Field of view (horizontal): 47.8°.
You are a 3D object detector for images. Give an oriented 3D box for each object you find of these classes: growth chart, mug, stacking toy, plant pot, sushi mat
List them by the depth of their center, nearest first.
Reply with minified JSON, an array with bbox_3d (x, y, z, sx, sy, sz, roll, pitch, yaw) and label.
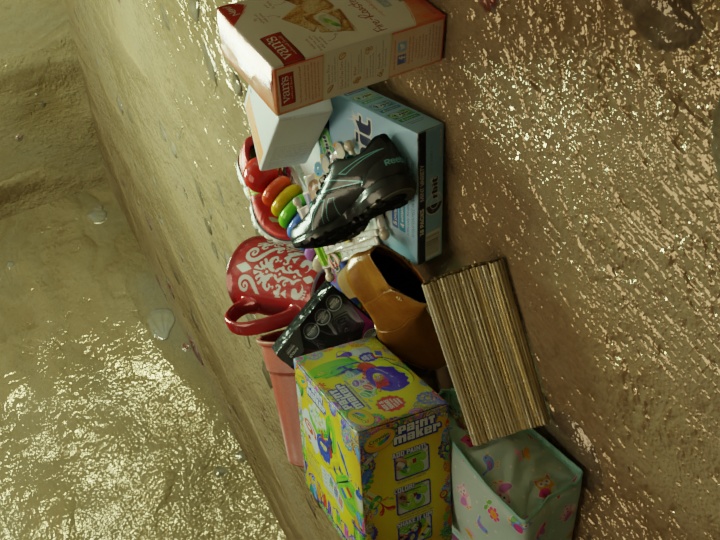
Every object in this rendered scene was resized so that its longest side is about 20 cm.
[{"bbox_3d":[0.141,0.092,0.903,0.012,0.094,0.203,-99,-10,-79],"label":"sushi mat"},{"bbox_3d":[-0.029,-0.077,1.053,0.146,0.018,0.200,63,149,3],"label":"growth chart"},{"bbox_3d":[-0.100,-0.094,1.231,0.200,0.085,0.086,45,155,9],"label":"stacking toy"},{"bbox_3d":[-0.052,0.191,1.269,0.200,0.198,0.199,180,82,-67],"label":"plant pot"},{"bbox_3d":[-0.117,0.042,1.341,0.198,0.180,0.133,10,166,41],"label":"mug"}]

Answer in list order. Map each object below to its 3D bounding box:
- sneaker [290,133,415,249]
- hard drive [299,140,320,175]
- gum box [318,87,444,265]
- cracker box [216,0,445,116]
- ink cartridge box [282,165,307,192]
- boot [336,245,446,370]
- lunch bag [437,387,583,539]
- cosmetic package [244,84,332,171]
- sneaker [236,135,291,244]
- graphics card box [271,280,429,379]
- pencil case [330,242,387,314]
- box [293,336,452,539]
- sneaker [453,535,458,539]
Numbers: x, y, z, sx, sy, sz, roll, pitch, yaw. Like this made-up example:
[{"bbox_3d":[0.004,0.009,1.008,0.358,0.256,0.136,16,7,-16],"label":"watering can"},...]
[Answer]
[{"bbox_3d":[-0.015,-0.086,0.958,0.199,0.075,0.080,-29,75,40],"label":"sneaker"},{"bbox_3d":[-0.083,-0.217,1.169,0.202,0.026,0.132,64,159,9],"label":"hard drive"},{"bbox_3d":[0.021,-0.126,0.996,0.199,0.044,0.172,34,138,42],"label":"gum box"},{"bbox_3d":[-0.030,-0.242,0.833,0.134,0.198,0.058,49,153,36],"label":"cracker box"},{"bbox_3d":[-0.077,-0.077,1.337,0.175,0.043,0.201,61,158,21],"label":"ink cartridge box"},{"bbox_3d":[0.061,0.052,1.017,0.201,0.071,0.144,42,160,-10],"label":"boot"},{"bbox_3d":[0.160,0.255,0.985,0.200,0.121,0.172,40,147,41],"label":"lunch bag"},{"bbox_3d":[-0.096,-0.207,1.031,0.200,0.070,0.103,140,117,-73],"label":"cosmetic package"},{"bbox_3d":[-0.147,-0.131,1.298,0.201,0.076,0.085,59,152,23],"label":"sneaker"},{"bbox_3d":[-0.013,0.126,1.151,0.200,0.126,0.051,42,177,-16],"label":"graphics card box"},{"bbox_3d":[0.000,0.000,1.175,0.202,0.085,0.079,96,170,-50],"label":"pencil case"},{"bbox_3d":[0.012,0.220,1.010,0.200,0.120,0.196,-142,44,-58],"label":"box"},{"bbox_3d":[0.093,0.338,1.145,0.201,0.113,0.073,52,-149,-26],"label":"sneaker"}]
